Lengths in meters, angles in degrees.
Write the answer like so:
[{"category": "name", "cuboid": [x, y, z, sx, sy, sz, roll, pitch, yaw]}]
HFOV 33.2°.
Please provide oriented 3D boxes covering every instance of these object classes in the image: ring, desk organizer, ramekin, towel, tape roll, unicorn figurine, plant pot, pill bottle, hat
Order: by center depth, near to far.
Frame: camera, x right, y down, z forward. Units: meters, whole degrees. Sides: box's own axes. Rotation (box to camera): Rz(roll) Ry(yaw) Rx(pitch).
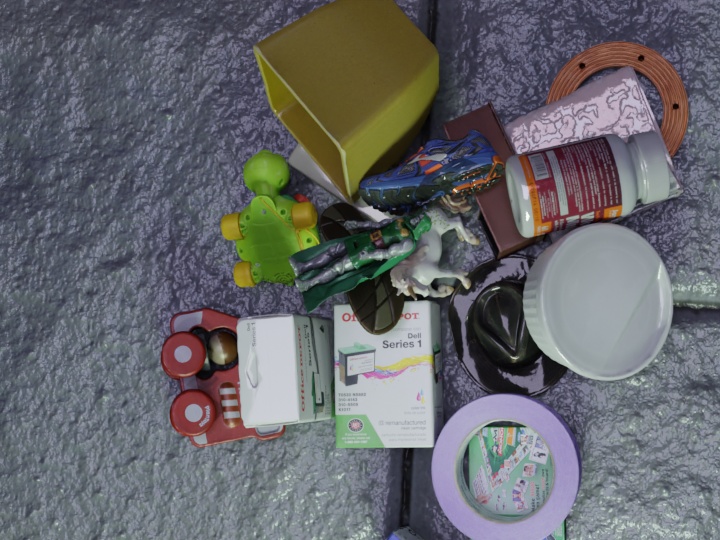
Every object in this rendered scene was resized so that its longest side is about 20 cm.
[{"category": "pill bottle", "cuboid": [0.296, -0.117, 1.584, 0.197, 0.110, 0.111, -12, 82, 1]}, {"category": "ramekin", "cuboid": [0.306, 0.042, 1.600, 0.199, 0.094, 0.206, 1, 87, -18]}, {"category": "tape roll", "cuboid": [0.197, 0.268, 1.629, 0.197, 0.066, 0.204, -1, 86, 14]}, {"category": "plant pot", "cuboid": [0.000, -0.250, 1.629, 0.199, 0.196, 0.195, -38, 74, -9]}, {"category": "unicorn figurine", "cuboid": [0.098, -0.019, 1.659, 0.073, 0.136, 0.203, -27, 52, 42]}, {"category": "towel", "cuboid": [0.318, -0.155, 1.662, 0.198, 0.032, 0.194, -24, 80, 10]}, {"category": "hat", "cuboid": [0.207, 0.076, 1.664, 0.197, 0.081, 0.204, -1, 85, 13]}, {"category": "desk organizer", "cuboid": [0.186, -0.123, 1.682, 0.076, 0.072, 0.203, -23, 80, -2]}, {"category": "ring", "cuboid": [0.356, -0.217, 1.683, 0.197, 0.019, 0.204, -1, 85, 13]}]

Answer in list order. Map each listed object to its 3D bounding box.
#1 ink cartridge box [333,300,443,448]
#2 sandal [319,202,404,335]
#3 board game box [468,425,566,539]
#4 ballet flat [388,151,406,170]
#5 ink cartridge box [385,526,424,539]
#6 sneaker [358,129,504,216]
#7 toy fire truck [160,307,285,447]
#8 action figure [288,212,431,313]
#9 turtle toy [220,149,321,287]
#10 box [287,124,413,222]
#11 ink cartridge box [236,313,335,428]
[{"category": "ink cartridge box", "cuboid": [0.039, 0.145, 1.698, 0.142, 0.084, 0.204, -3, 84, 14]}, {"category": "sandal", "cuboid": [0.000, 0.000, 1.672, 0.081, 0.055, 0.202, -25, 67, -12]}, {"category": "board game box", "cuboid": [0.216, 0.316, 1.668, 0.132, 0.029, 0.204, -1, 85, 15]}, {"category": "ballet flat", "cuboid": [0.062, -0.240, 1.739, 0.069, 0.071, 0.204, 0, 86, 14]}, {"category": "ink cartridge box", "cuboid": [0.084, 0.420, 1.637, 0.199, 0.136, 0.077, 40, 90, 14]}, {"category": "sneaker", "cuboid": [0.091, -0.133, 1.631, 0.197, 0.076, 0.079, -15, 60, -2]}, {"category": "toy fire truck", "cuboid": [-0.202, 0.155, 1.759, 0.165, 0.112, 0.204, -9, 83, -11]}, {"category": "action figure", "cuboid": [0.003, -0.028, 1.611, 0.197, 0.055, 0.119, -24, 47, 2]}, {"category": "turtle toy", "cuboid": [-0.121, -0.071, 1.735, 0.143, 0.101, 0.203, -7, 115, 13]}, {"category": "box", "cuboid": [-0.003, -0.124, 1.734, 0.199, 0.082, 0.069, 34, 92, 13]}, {"category": "ink cartridge box", "cuboid": [-0.097, 0.139, 1.673, 0.083, 0.200, 0.149, -6, 85, 14]}]
